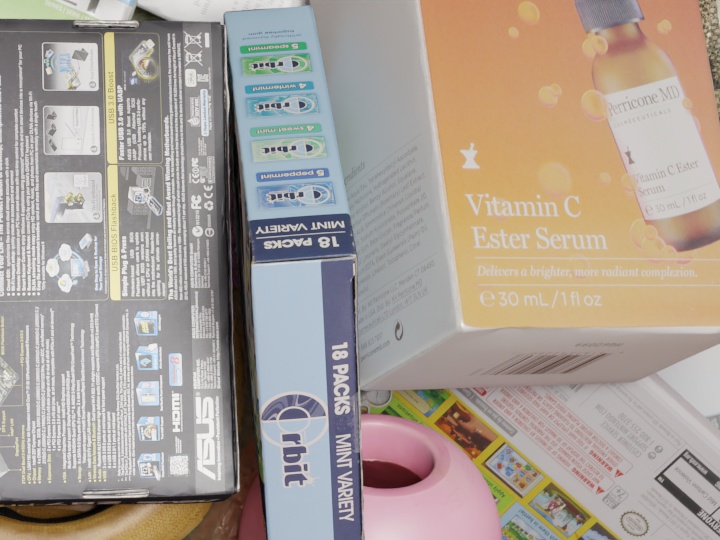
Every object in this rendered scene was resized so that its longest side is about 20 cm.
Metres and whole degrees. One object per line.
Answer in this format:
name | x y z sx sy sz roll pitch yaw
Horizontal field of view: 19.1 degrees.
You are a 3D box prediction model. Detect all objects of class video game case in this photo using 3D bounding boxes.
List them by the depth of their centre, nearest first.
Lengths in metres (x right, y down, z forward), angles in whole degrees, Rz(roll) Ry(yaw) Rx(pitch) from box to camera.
video game case | 0.083 0.113 1.068 0.200 0.023 0.182 41 108 -12

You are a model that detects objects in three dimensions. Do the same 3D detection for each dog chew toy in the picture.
dog chew toy | 0.000 0.170 1.023 0.124 0.125 0.201 -2 120 -14

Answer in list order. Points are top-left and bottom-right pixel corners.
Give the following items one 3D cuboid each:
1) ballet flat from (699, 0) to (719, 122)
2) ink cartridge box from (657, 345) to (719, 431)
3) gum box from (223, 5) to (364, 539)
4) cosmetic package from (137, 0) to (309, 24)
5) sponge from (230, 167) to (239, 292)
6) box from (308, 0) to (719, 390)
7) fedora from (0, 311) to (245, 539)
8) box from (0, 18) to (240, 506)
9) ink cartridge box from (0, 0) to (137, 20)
ballet flat | 0.171 -0.084 1.034 0.075 0.068 0.201 -7 72 -4
ink cartridge box | 0.192 0.016 1.069 0.057 0.199 0.164 -20 93 -52
gum box | -0.030 0.009 0.920 0.044 0.200 0.171 -5 126 -5
cosmetic package | -0.059 -0.164 1.053 0.199 0.071 0.102 24 98 -12
sponge | 0.000 0.000 1.056 0.111 0.030 0.200 -32 107 15
box | 0.073 -0.056 0.968 0.151 0.106 0.201 -1 74 -26
fedora | -0.148 0.045 0.941 0.199 0.082 0.202 2 81 -9
box | -0.133 -0.003 0.883 0.160 0.049 0.201 -1 81 -13
ink cartridge box | -0.179 -0.120 0.965 0.147 0.200 0.076 22 83 -12
